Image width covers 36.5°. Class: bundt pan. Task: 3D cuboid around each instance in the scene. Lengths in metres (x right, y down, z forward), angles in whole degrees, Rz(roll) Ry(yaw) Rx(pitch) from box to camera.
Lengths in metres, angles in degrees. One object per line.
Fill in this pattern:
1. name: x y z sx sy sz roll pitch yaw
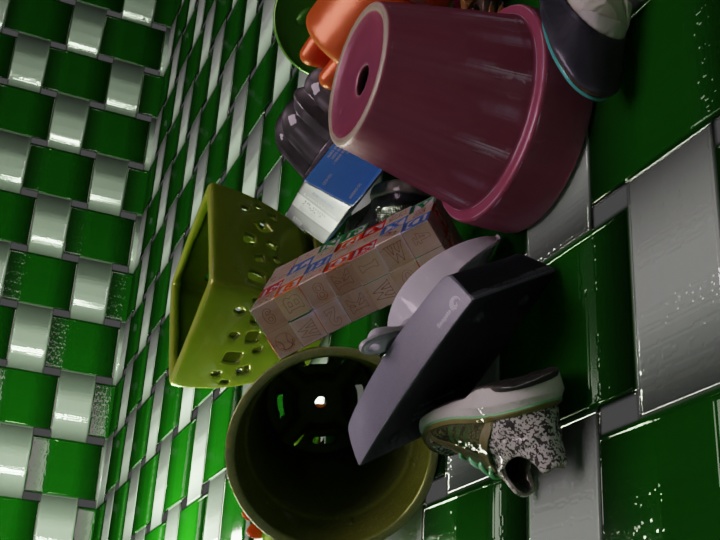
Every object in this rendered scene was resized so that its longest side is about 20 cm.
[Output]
1. bundt pan: -0.031 -0.202 1.300 0.202 0.076 0.202 -52 1 1

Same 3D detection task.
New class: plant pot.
1. plant pot: -0.140 0.034 1.434 0.199 0.181 0.200 -100 30 -46
2. plant pot: 0.077 -0.149 0.958 0.200 0.179 0.200 -166 90 -70
3. plant pot: -0.035 0.157 1.106 0.190 0.200 0.200 -129 54 -80

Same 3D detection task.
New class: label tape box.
1. label tape box: -0.003 -0.123 1.202 0.144 0.063 0.200 -53 2 -19

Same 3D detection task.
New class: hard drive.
1. hard drive: 0.070 0.071 0.912 0.042 0.135 0.200 47 127 23

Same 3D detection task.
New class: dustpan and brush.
1. dustpan and brush: 0.055 0.042 0.943 0.057 0.200 0.140 40 119 34

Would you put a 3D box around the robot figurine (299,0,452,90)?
1. robot figurine: 0.023 -0.276 1.138 0.200 0.117 0.144 -50 26 26

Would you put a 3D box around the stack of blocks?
1. stack of blocks: 0.000 0.000 1.075 0.200 0.059 0.115 -27 14 18

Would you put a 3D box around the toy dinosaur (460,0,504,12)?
1. toy dinosaur: 0.121 -0.238 1.102 0.106 0.060 0.200 58 -135 -80

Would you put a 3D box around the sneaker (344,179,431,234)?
1. sneaker: 0.030 -0.025 1.169 0.199 0.076 0.114 140 137 -64

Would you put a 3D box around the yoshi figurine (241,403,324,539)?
1. yoshi figurine: -0.060 0.253 1.253 0.112 0.112 0.200 -17 35 22

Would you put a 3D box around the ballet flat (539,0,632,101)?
1. ballet flat: 0.180 -0.222 0.887 0.200 0.073 0.073 -95 26 -45

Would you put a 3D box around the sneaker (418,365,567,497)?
1. sneaker: 0.106 0.142 0.875 0.200 0.077 0.089 131 126 -66

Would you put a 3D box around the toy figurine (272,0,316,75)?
1. toy figurine: -0.027 -0.345 1.459 0.200 0.150 0.184 -43 10 1

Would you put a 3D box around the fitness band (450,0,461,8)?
1. fitness band: 0.089 -0.327 1.245 0.200 0.037 0.144 -104 33 -49
